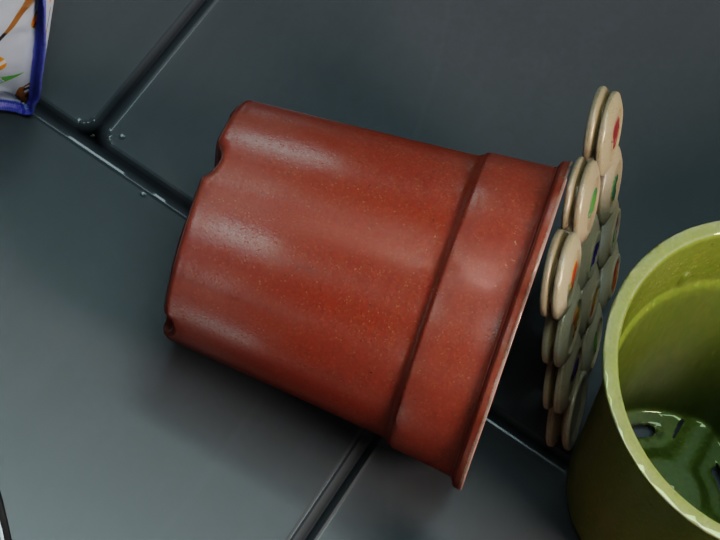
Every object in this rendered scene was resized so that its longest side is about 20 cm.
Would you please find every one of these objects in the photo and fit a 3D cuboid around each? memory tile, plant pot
[{"bbox_3d":[0.133,0.003,1.293,0.017,0.200,0.154,12,59,13],"label":"memory tile"},{"bbox_3d":[0.205,0.100,1.265,0.199,0.190,0.201,6,64,-12],"label":"plant pot"},{"bbox_3d":[0.000,0.000,1.269,0.195,0.201,0.201,19,61,4],"label":"plant pot"}]

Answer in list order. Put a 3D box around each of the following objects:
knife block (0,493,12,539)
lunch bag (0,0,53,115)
[{"bbox_3d":[-0.198,0.206,1.178,0.200,0.064,0.176,31,62,1],"label":"knife block"},{"bbox_3d":[-0.238,-0.214,1.295,0.123,0.200,0.171,0,65,-15],"label":"lunch bag"}]
